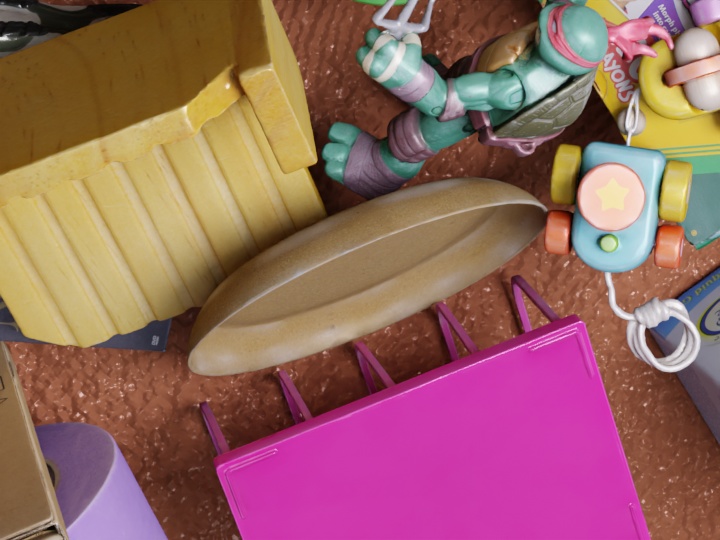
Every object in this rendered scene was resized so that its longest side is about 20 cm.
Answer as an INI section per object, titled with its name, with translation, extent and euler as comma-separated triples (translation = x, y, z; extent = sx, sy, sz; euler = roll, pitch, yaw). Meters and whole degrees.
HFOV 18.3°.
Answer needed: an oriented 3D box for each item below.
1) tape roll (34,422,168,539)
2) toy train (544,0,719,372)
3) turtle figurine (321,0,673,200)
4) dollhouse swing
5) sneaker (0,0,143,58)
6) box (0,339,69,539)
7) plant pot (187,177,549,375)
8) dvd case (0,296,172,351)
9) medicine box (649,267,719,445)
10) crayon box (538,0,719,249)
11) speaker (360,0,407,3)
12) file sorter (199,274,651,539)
[tape roll]
translation = -0.193, 0.166, 1.122
extent = 0.199, 0.200, 0.085
euler = -27, 109, -5
[toy train]
translation = 0.182, -0.049, 1.094
extent = 0.200, 0.056, 0.150
euler = -43, 83, 10
[turtle figurine]
translation = 0.063, -0.103, 1.083
extent = 0.149, 0.200, 0.101
euler = -26, 85, -34
[dollhouse swing]
translation = -0.109, -0.017, 1.049
extent = 0.199, 0.182, 0.176
euler = -19, 118, 3
[sneaker]
translation = -0.138, -0.087, 1.144
extent = 0.199, 0.077, 0.089
euler = 7, 116, -10
[box]
translation = -0.235, 0.112, 1.097
extent = 0.163, 0.200, 0.021
euler = -23, 118, -6
[plant pot]
translation = 0.000, 0.000, 1.142
extent = 0.199, 0.200, 0.028
euler = -22, 78, -7
[dvd case]
translation = -0.186, -0.023, 1.136
extent = 0.199, 0.016, 0.149
euler = 5, 129, -13
[medicine box]
translation = 0.280, 0.041, 1.200
extent = 0.182, 0.200, 0.103
euler = -36, 110, -2
[crayon box]
translation = 0.171, -0.126, 1.152
extent = 0.119, 0.058, 0.200
euler = -33, 85, 11
[speaker]
translation = 0.018, -0.232, 1.083
extent = 0.088, 0.089, 0.201
euler = -3, 131, -13
[file sorter]
translation = 0.028, 0.105, 1.197
extent = 0.199, 0.125, 0.139
euler = -21, 110, -6
